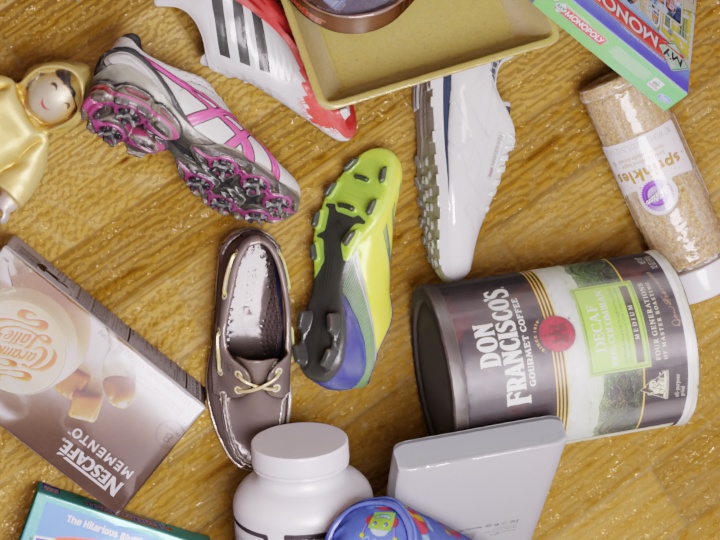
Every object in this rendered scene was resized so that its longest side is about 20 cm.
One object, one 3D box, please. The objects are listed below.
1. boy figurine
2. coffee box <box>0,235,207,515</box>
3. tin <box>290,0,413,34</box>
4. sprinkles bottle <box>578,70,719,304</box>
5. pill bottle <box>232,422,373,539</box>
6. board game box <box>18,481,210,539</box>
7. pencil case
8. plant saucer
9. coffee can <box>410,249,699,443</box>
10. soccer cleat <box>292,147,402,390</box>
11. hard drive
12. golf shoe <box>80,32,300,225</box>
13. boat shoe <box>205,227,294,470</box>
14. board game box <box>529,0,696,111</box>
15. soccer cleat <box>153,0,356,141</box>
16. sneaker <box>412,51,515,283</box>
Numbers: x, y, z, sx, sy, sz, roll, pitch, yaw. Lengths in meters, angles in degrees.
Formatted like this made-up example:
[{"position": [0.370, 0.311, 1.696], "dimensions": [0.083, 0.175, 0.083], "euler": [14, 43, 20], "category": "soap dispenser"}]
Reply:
[{"position": [-0.291, -0.099, 1.308], "dimensions": [0.199, 0.064, 0.125], "euler": [-26, 95, -4], "category": "boy figurine"}, {"position": [-0.232, 0.081, 1.321], "dimensions": [0.200, 0.080, 0.114], "euler": [40, 91, -10], "category": "coffee box"}, {"position": [0.020, -0.268, 1.300], "dimensions": [0.112, 0.042, 0.200], "euler": [41, 74, 7], "category": "tin"}, {"position": [0.250, -0.072, 1.401], "dimensions": [0.068, 0.068, 0.201], "euler": [-26, 98, -7], "category": "sprinkles bottle"}, {"position": [-0.043, 0.228, 1.338], "dimensions": [0.112, 0.112, 0.201], "euler": [-5, 107, -9], "category": "pill bottle"}, {"position": [-0.224, 0.290, 1.362], "dimensions": [0.152, 0.045, 0.201], "euler": [19, 91, -11], "category": "board game box"}, {"position": [0.047, 0.235, 1.301], "dimensions": [0.200, 0.078, 0.087], "euler": [35, 78, -54], "category": "pencil case"}, {"position": [0.031, -0.230, 1.332], "dimensions": [0.199, 0.048, 0.201], "euler": [-17, 73, -8], "category": "plant saucer"}, {"position": [0.153, 0.069, 1.357], "dimensions": [0.199, 0.146, 0.147], "euler": [-9, 96, -9], "category": "coffee can"}, {"position": [-0.001, 0.000, 1.376], "dimensions": [0.084, 0.065, 0.201], "euler": [22, 80, -50], "category": "soccer cleat"}, {"position": [0.085, 0.181, 1.340], "dimensions": [0.131, 0.200, 0.026], "euler": [-9, 59, -9], "category": "hard drive"}, {"position": [-0.122, -0.113, 1.329], "dimensions": [0.200, 0.072, 0.092], "euler": [34, 51, -27], "category": "golf shoe"}, {"position": [-0.087, 0.067, 1.358], "dimensions": [0.072, 0.060, 0.201], "euler": [1, 95, -10], "category": "boat shoe"}, {"position": [0.186, -0.233, 1.337], "dimensions": [0.200, 0.029, 0.135], "euler": [35, 44, -21], "category": "board game box"}, {"position": [-0.080, -0.174, 1.341], "dimensions": [0.085, 0.069, 0.200], "euler": [-31, 116, 26], "category": "soccer cleat"}, {"position": [0.088, -0.089, 1.370], "dimensions": [0.080, 0.076, 0.201], "euler": [-1, 95, -15], "category": "sneaker"}]
